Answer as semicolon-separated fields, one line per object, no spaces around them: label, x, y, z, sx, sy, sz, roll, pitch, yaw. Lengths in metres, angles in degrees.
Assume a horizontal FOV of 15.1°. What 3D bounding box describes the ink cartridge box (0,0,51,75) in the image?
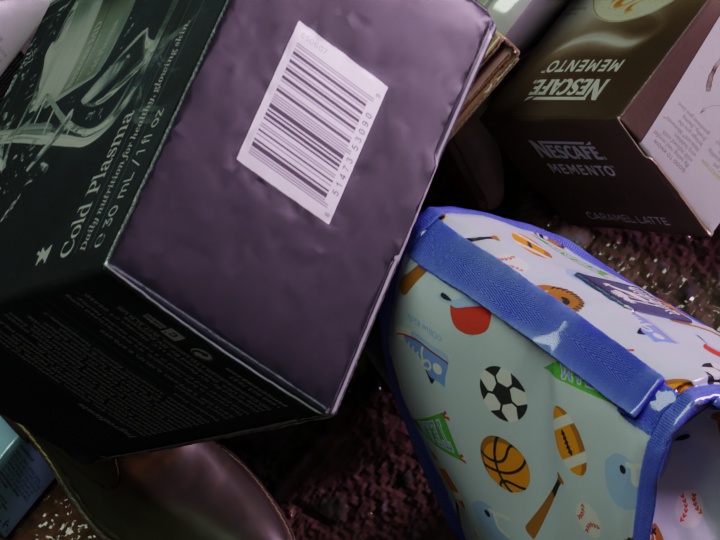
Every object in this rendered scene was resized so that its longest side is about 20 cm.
ink cartridge box;-0.234;-0.145;1.457;0.160;0.050;0.201;10;59;45

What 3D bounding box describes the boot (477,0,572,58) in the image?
boot;0.085;-0.189;1.344;0.095;0.074;0.200;35;61;9

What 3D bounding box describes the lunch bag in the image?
lunch bag;0.103;0.071;1.132;0.124;0.200;0.170;-44;49;-13

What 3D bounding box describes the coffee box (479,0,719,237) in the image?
coffee box;0.167;-0.118;1.308;0.200;0.080;0.114;-52;27;-20

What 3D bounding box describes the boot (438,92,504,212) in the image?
boot;0.071;-0.142;1.384;0.145;0.070;0.201;-27;74;-11

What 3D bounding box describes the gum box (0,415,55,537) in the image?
gum box;-0.183;0.017;1.399;0.169;0.045;0.200;25;66;36

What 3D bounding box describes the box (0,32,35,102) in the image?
box;-0.251;-0.112;1.504;0.199;0.036;0.143;15;60;47

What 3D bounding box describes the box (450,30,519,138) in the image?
box;-0.039;-0.090;1.309;0.164;0.021;0.200;-49;49;-1

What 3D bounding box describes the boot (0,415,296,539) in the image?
boot;-0.111;0.074;1.262;0.200;0.097;0.075;37;71;18

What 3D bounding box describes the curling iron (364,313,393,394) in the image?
curling iron;0.000;0.000;1.344;0.049;0.026;0.201;-31;47;12

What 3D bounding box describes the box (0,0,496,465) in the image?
box;-0.073;-0.039;1.153;0.196;0.124;0.201;-17;44;55
